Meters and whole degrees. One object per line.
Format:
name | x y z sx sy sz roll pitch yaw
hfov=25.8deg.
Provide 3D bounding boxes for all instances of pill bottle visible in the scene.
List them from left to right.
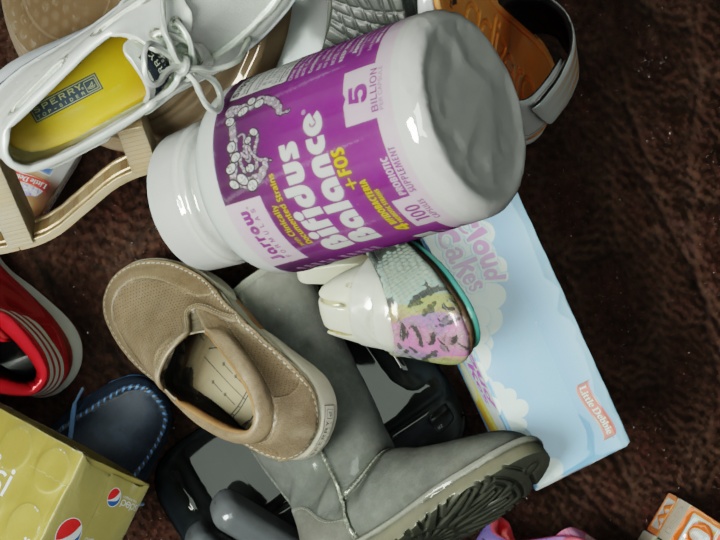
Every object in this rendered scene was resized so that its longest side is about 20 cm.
pill bottle | -0.019 -0.061 0.860 0.198 0.112 0.114 -16 91 35

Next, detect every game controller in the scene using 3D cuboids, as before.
game controller | -0.032 0.116 1.008 0.199 0.042 0.105 -33 77 -3

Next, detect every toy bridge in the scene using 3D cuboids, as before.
toy bridge | -0.206 -0.044 0.919 0.198 0.027 0.068 -13 130 2

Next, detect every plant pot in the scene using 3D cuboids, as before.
plant pot | -0.146 -0.169 0.926 0.199 0.092 0.204 4 97 28

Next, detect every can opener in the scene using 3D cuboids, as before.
can opener | -0.018 0.205 0.974 0.199 0.067 0.053 37 98 -19

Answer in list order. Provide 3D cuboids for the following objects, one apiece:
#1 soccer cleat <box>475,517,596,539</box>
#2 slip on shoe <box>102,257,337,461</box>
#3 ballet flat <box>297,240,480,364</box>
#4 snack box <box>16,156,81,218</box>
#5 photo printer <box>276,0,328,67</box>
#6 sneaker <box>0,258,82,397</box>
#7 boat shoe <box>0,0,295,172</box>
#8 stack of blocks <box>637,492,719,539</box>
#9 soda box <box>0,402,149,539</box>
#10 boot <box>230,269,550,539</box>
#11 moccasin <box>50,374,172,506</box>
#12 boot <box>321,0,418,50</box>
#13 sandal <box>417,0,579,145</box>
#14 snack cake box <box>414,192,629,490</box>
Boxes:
soccer cleat | 0.147 0.194 0.954 0.198 0.068 0.074 2 66 39
slip on shoe | -0.099 0.050 0.935 0.199 0.060 0.077 36 110 37
ballet flat | 0.000 0.000 0.923 0.070 0.200 0.070 -15 126 -16
snack box | -0.278 -0.095 0.986 0.199 0.024 0.072 29 67 -3
photo printer | -0.010 -0.176 0.989 0.165 0.069 0.202 28 88 -3
sneaker | -0.255 0.002 0.951 0.199 0.116 0.079 36 88 -3
boat shoe | -0.110 -0.114 0.836 0.201 0.086 0.075 -29 122 -2
stack of blocks | 0.200 0.260 1.004 0.114 0.059 0.201 31 88 -3
soda box | -0.220 0.111 0.921 0.199 0.064 0.068 20 79 36
boot | -0.002 0.077 0.943 0.181 0.073 0.201 -30 59 12
moccasin | -0.191 0.151 0.978 0.080 0.068 0.200 41 88 -2
boot | 0.018 -0.176 0.909 0.067 0.201 0.131 7 46 14
sandal | 0.094 -0.129 0.930 0.059 0.206 0.080 1 77 26
snack cake box | 0.085 0.026 0.971 0.067 0.115 0.202 -25 91 -3
